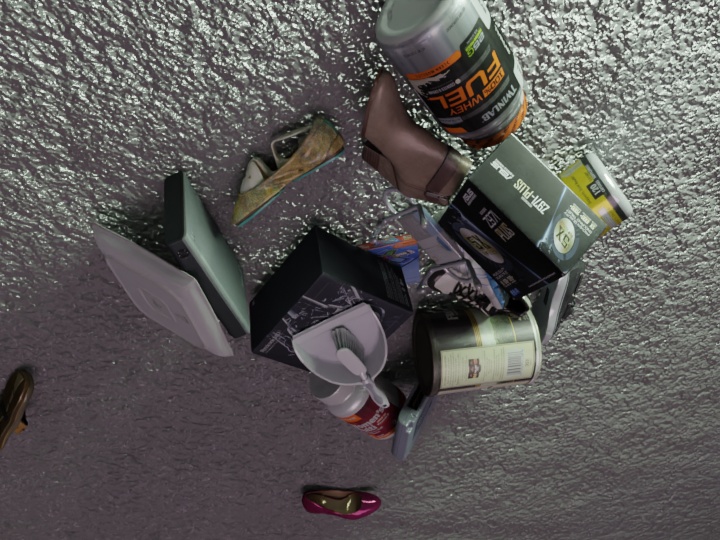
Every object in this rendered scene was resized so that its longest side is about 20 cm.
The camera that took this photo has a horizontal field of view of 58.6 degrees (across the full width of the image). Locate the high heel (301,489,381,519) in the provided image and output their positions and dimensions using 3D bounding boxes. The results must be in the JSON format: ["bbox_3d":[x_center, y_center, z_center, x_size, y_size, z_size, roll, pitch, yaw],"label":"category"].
[{"bbox_3d":[-0.045,0.569,1.573,0.195,0.069,0.097,-5,146,-4],"label":"high heel"}]

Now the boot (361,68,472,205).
[{"bbox_3d":[0.075,-0.160,0.822,0.144,0.071,0.201,27,162,7],"label":"boot"}]

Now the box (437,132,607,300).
[{"bbox_3d":[0.202,-0.061,0.850,0.086,0.164,0.200,-44,175,-10],"label":"box"}]

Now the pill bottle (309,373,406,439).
[{"bbox_3d":[-0.003,0.239,1.228,0.109,0.111,0.199,-33,133,20],"label":"pill bottle"}]

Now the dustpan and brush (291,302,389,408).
[{"bbox_3d":[-0.002,0.149,0.996,0.137,0.058,0.201,-25,136,12],"label":"dustpan and brush"}]

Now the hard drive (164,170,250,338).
[{"bbox_3d":[-0.212,-0.018,0.895,0.032,0.141,0.202,-20,136,2],"label":"hard drive"}]

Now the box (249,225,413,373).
[{"bbox_3d":[-0.051,0.061,1.014,0.180,0.106,0.200,23,126,-31],"label":"box"}]

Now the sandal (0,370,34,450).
[{"bbox_3d":[-0.607,0.250,1.126,0.053,0.081,0.200,8,132,-50],"label":"sandal"}]

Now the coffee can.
[{"bbox_3d":[0.204,0.141,1.153,0.195,0.148,0.148,-5,136,-9],"label":"coffee can"}]

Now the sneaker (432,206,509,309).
[{"bbox_3d":[0.172,-0.019,1.026,0.085,0.075,0.202,-22,110,27],"label":"sneaker"}]

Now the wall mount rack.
[{"bbox_3d":[0.101,-0.032,0.932,0.200,0.075,0.173,45,156,-15],"label":"wall mount rack"}]

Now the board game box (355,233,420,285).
[{"bbox_3d":[0.000,0.000,1.054,0.195,0.020,0.104,-12,137,-2],"label":"board game box"}]

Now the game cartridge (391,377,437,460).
[{"bbox_3d":[0.115,0.256,1.232,0.041,0.201,0.135,25,137,14],"label":"game cartridge"}]

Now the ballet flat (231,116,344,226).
[{"bbox_3d":[-0.112,-0.137,0.864,0.198,0.072,0.071,-32,133,19],"label":"ballet flat"}]

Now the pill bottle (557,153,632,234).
[{"bbox_3d":[0.303,-0.076,0.984,0.199,0.113,0.111,-37,132,22],"label":"pill bottle"}]

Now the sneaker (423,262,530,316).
[{"bbox_3d":[0.205,0.031,1.087,0.195,0.089,0.076,6,135,-17],"label":"sneaker"}]

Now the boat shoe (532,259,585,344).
[{"bbox_3d":[0.363,0.056,1.171,0.064,0.071,0.204,-4,128,-7],"label":"boat shoe"}]

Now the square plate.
[{"bbox_3d":[-0.283,0.038,0.913,0.195,0.029,0.202,26,150,23],"label":"square plate"}]

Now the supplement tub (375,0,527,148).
[{"bbox_3d":[0.115,-0.245,0.762,0.121,0.124,0.199,-33,133,20],"label":"supplement tub"}]
